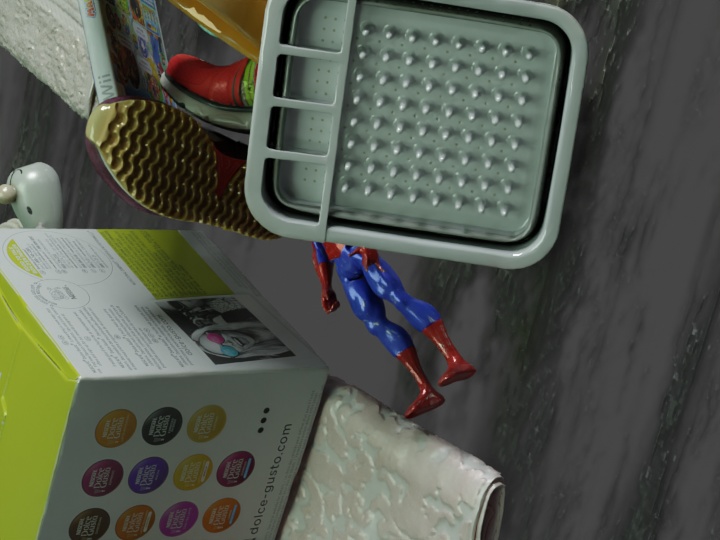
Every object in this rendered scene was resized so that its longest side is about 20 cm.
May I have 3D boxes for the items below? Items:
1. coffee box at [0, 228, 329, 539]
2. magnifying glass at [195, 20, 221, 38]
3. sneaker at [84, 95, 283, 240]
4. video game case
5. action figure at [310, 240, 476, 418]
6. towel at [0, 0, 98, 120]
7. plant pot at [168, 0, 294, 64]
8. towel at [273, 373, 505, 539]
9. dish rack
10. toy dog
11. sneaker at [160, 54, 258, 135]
[{"bbox_3d":[-0.175,0.103,1.587,0.200,0.197,0.201,46,127,45],"label":"coffee box"},{"bbox_3d":[-0.127,-0.242,1.644,0.200,0.022,0.080,49,128,34],"label":"magnifying glass"},{"bbox_3d":[-0.131,-0.071,1.540,0.090,0.200,0.075,19,86,41],"label":"sneaker"},{"bbox_3d":[-0.172,-0.193,1.589,0.018,0.143,0.201,-14,80,11],"label":"video game case"},{"bbox_3d":[0.000,0.000,1.502,0.201,0.052,0.065,59,137,18],"label":"action figure"},{"bbox_3d":[-0.239,-0.214,1.760,0.200,0.034,0.133,38,120,38],"label":"towel"},{"bbox_3d":[-0.074,-0.257,1.454,0.200,0.200,0.184,36,89,39],"label":"plant pot"},{"bbox_3d":[0.008,0.187,1.544,0.200,0.032,0.192,28,114,41],"label":"towel"},{"bbox_3d":[0.034,-0.096,1.400,0.199,0.044,0.173,9,109,3],"label":"dish rack"},{"bbox_3d":[-0.267,0.023,1.773,0.132,0.096,0.201,-43,64,41],"label":"toy dog"},{"bbox_3d":[-0.053,-0.132,1.553,0.199,0.077,0.085,16,95,38],"label":"sneaker"}]
